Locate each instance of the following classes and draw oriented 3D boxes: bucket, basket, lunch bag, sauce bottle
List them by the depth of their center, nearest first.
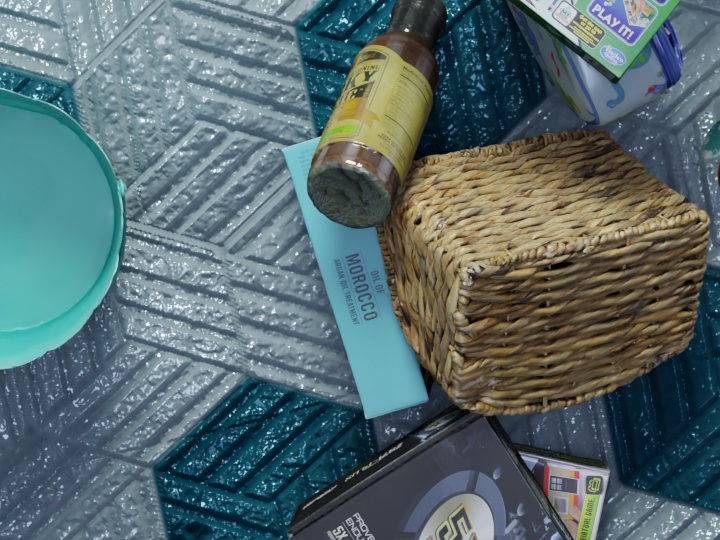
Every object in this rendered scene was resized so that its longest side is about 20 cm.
[{"bbox_3d":[0.143,-0.197,1.060,0.082,0.161,0.201,-28,92,6],"label":"lunch bag"},{"bbox_3d":[0.018,-0.117,1.071,0.064,0.201,0.065,11,137,10],"label":"sauce bottle"},{"bbox_3d":[0.120,0.003,1.090,0.199,0.149,0.144,-13,125,-21],"label":"basket"},{"bbox_3d":[-0.263,-0.032,1.102,0.206,0.135,0.209,0,95,-4],"label":"bucket"}]

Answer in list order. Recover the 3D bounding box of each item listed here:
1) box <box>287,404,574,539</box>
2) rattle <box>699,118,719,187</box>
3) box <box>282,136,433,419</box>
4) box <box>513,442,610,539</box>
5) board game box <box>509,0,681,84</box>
[{"bbox_3d":[0.070,0.216,1.103,0.163,0.086,0.201,-32,92,5],"label":"box"},{"bbox_3d":[0.300,-0.174,1.101,0.200,0.130,0.143,-37,80,32],"label":"rattle"},{"bbox_3d":[0.000,0.000,1.127,0.049,0.082,0.201,-17,93,6],"label":"box"},{"bbox_3d":[0.112,0.232,1.162,0.109,0.035,0.201,11,96,3],"label":"box"},{"bbox_3d":[0.123,-0.232,0.969,0.200,0.029,0.135,38,92,1],"label":"board game box"}]
